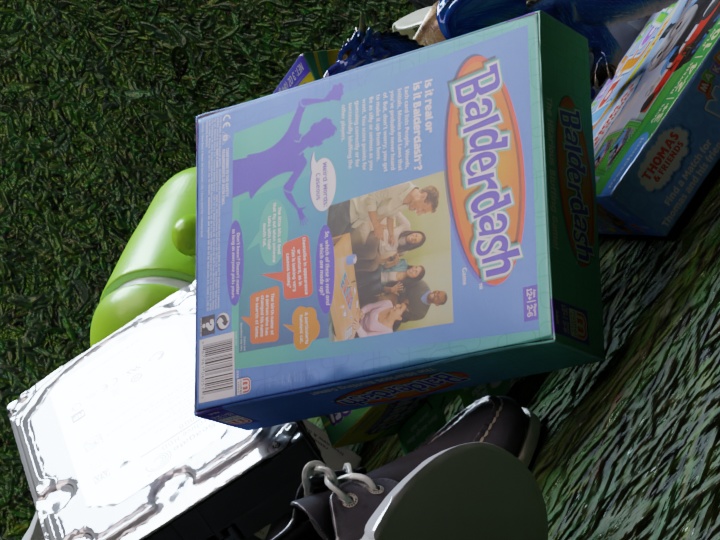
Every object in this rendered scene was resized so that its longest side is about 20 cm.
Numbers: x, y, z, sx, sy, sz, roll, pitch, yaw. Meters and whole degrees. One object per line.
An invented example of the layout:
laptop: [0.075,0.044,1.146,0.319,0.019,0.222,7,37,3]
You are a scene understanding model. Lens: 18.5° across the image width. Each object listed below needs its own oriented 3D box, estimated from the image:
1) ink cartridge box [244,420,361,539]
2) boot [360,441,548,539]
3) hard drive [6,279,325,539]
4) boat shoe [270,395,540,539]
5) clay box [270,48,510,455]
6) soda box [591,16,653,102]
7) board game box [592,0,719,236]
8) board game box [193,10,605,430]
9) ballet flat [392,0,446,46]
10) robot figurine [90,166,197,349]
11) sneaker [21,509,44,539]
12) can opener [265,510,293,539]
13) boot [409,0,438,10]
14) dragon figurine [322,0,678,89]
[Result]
ink cartridge box: [-0.090,0.183,1.271,0.145,0.084,0.200,-52,6,30]
boot: [-0.004,0.155,0.800,0.096,0.074,0.200,-34,22,55]
hard drive: [-0.104,0.086,1.127,0.140,0.038,0.200,-33,30,0]
boat shoe: [-0.005,0.112,0.939,0.200,0.063,0.073,-42,11,-19]
clay box: [0.000,0.000,1.131,0.048,0.200,0.115,-8,-26,-33]
soda box: [0.119,-0.102,1.261,0.200,0.068,0.063,-49,9,52]
board game box: [0.153,-0.087,1.065,0.151,0.037,0.200,-56,5,-3]
board game box: [0.013,-0.018,1.004,0.200,0.045,0.152,-13,69,35]
ballet flat: [0.038,-0.117,1.296,0.071,0.065,0.200,-32,-1,-22]
robot figurine: [-0.097,0.016,1.378,0.175,0.116,0.200,108,-175,-49]
sneaker: [-0.148,0.124,1.292,0.200,0.074,0.116,-53,9,21]
can opener: [-0.043,0.179,1.002,0.053,0.067,0.200,-52,0,33]
boot: [0.112,-0.190,1.335,0.151,0.200,0.073,-50,39,-3]
dragon figurine: [0.073,-0.121,1.078,0.200,0.099,0.059,-38,8,3]
